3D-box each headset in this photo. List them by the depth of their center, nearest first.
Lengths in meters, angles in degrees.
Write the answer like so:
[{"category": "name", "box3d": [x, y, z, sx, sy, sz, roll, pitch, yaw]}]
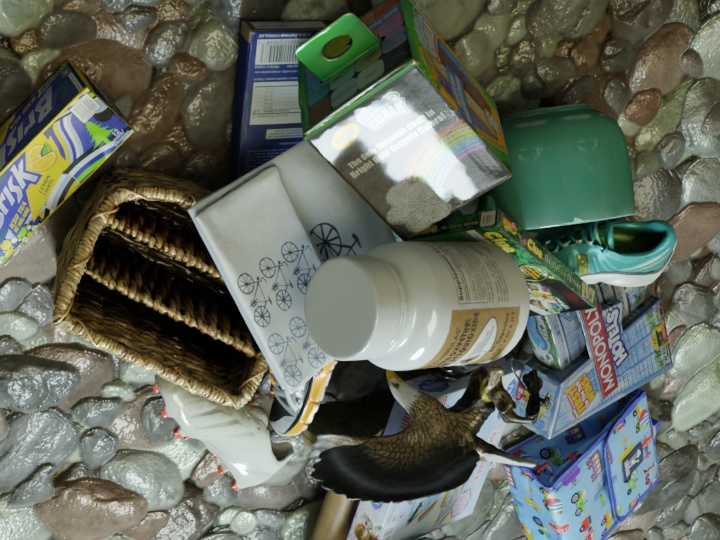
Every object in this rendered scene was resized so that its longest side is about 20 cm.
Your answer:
[{"category": "headset", "box3d": [0.118, 0.081, 1.465, 0.123, 0.094, 0.200, -26, 134, 37]}]

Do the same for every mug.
[{"category": "mug", "box3d": [0.181, -0.101, 1.415, 0.185, 0.152, 0.115, -9, 92, -53]}]

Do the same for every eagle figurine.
[{"category": "eagle figurine", "box3d": [0.055, 0.164, 1.388, 0.200, 0.151, 0.152, -39, 137, -5]}]

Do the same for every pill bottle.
[{"category": "pill bottle", "box3d": [0.050, 0.031, 1.288, 0.200, 0.114, 0.115, -1, 119, -47]}]

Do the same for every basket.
[{"category": "basket", "box3d": [-0.160, 0.006, 1.290, 0.200, 0.149, 0.143, 29, 102, -18]}]

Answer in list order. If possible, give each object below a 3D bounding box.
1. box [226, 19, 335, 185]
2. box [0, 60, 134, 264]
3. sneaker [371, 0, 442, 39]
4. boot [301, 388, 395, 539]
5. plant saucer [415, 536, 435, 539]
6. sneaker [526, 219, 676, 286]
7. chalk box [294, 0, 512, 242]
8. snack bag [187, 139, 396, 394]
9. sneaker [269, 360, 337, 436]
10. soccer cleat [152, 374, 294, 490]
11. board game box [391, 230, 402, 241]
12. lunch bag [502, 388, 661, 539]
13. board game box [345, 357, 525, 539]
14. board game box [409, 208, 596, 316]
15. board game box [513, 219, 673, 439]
[{"category": "box", "box3d": [-0.061, -0.137, 1.357, 0.121, 0.032, 0.201, -5, 120, -24]}, {"category": "box", "box3d": [-0.294, -0.083, 1.247, 0.200, 0.070, 0.064, -44, 128, 2]}, {"category": "sneaker", "box3d": [0.044, -0.177, 1.362, 0.085, 0.073, 0.200, -36, 128, -8]}, {"category": "boot", "box3d": [-0.021, 0.237, 1.541, 0.175, 0.066, 0.201, -8, 123, -50]}, {"category": "plant saucer", "box3d": [0.013, 0.337, 1.584, 0.199, 0.200, 0.036, -20, 80, -16]}, {"category": "sneaker", "box3d": [0.233, -0.027, 1.506, 0.199, 0.078, 0.080, -5, 154, -9]}, {"category": "chalk box", "box3d": [0.024, -0.150, 1.273, 0.124, 0.124, 0.200, -31, 125, 19]}, {"category": "snack bag", "box3d": [-0.042, -0.017, 1.310, 0.200, 0.021, 0.189, -35, 104, -36]}, {"category": "sneaker", "box3d": [-0.062, 0.082, 1.416, 0.077, 0.078, 0.200, 18, 127, -5]}, {"category": "soccer cleat", "box3d": [-0.139, 0.150, 1.458, 0.077, 0.069, 0.200, -32, 135, 5]}, {"category": "board game box", "box3d": [0.000, 0.000, 1.440, 0.199, 0.035, 0.126, -29, 134, 0]}, {"category": "lunch bag", "box3d": [0.281, 0.237, 1.721, 0.200, 0.094, 0.151, -34, 127, -21]}, {"category": "board game box", "box3d": [0.085, 0.198, 1.565, 0.199, 0.041, 0.201, -10, 125, -52]}, {"category": "board game box", "box3d": [0.143, -0.003, 1.426, 0.200, 0.104, 0.024, 36, 58, -46]}, {"category": "board game box", "box3d": [0.245, 0.080, 1.586, 0.200, 0.062, 0.200, -37, 129, -24]}]
